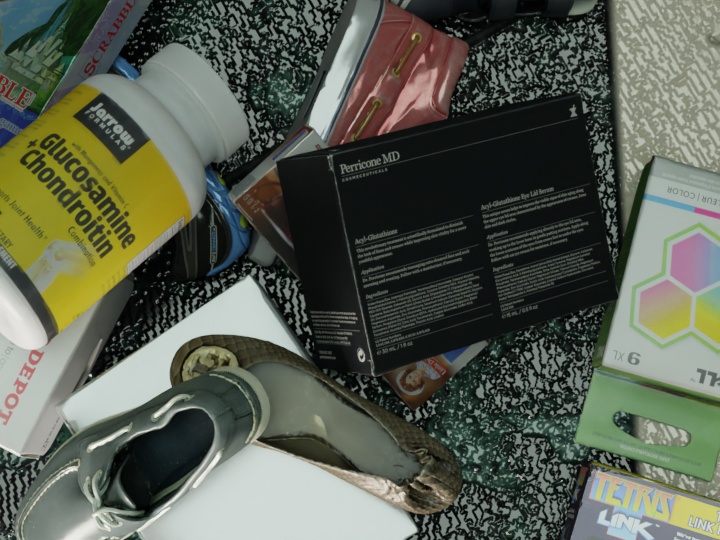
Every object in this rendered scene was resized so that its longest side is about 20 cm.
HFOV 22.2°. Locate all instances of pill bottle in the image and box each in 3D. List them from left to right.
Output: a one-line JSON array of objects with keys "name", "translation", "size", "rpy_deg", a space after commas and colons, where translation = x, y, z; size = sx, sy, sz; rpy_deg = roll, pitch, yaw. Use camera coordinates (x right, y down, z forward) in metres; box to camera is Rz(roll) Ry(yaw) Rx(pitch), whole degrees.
[{"name": "pill bottle", "translation": [-0.169, -0.052, 1.162], "size": [0.200, 0.112, 0.112], "rpy_deg": [-42, 86, -18]}]

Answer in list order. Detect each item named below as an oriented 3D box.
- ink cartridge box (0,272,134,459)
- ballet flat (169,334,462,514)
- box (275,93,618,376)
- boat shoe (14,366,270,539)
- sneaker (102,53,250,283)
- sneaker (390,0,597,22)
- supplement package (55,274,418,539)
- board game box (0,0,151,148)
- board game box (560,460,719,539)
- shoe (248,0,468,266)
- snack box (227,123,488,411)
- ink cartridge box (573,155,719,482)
[{"name": "ink cartridge box", "translation": [-0.275, 0.018, 1.244], "size": [0.199, 0.084, 0.146], "rpy_deg": [27, 85, 3]}, {"name": "ballet flat", "translation": [-0.028, 0.096, 1.144], "size": [0.199, 0.046, 0.068], "rpy_deg": [28, 84, 2]}, {"name": "box", "translation": [0.059, -0.027, 1.196], "size": [0.199, 0.079, 0.142], "rpy_deg": [-15, 100, -29]}, {"name": "boat shoe", "translation": [-0.146, 0.124, 1.127], "size": [0.199, 0.062, 0.073], "rpy_deg": [-33, 90, 22]}, {"name": "sneaker", "translation": [-0.158, -0.078, 1.258], "size": [0.083, 0.071, 0.200], "rpy_deg": [-37, 89, -8]}, {"name": "sneaker", "translation": [0.121, -0.209, 1.262], "size": [0.199, 0.078, 0.080], "rpy_deg": [-28, 80, -3]}, {"name": "supplement package", "translation": [-0.078, 0.130, 1.221], "size": [0.155, 0.111, 0.201], "rpy_deg": [-34, 86, -2]}, {"name": "board game box", "translation": [-0.244, -0.190, 1.247], "size": [0.199, 0.041, 0.200], "rpy_deg": [29, 86, 26]}, {"name": "board game box", "translation": [0.223, 0.236, 1.237], "size": [0.198, 0.057, 0.167], "rpy_deg": [18, 84, 2]}, {"name": "shoe", "translation": [-0.001, -0.083, 1.256], "size": [0.090, 0.071, 0.201], "rpy_deg": [23, 97, -13]}, {"name": "snack box", "translation": [0.000, 0.000, 1.233], "size": [0.072, 0.024, 0.200], "rpy_deg": [-42, 112, -4]}, {"name": "ink cartridge box", "translation": [0.220, 0.034, 1.250], "size": [0.103, 0.059, 0.202], "rpy_deg": [15, 86, 2]}]
